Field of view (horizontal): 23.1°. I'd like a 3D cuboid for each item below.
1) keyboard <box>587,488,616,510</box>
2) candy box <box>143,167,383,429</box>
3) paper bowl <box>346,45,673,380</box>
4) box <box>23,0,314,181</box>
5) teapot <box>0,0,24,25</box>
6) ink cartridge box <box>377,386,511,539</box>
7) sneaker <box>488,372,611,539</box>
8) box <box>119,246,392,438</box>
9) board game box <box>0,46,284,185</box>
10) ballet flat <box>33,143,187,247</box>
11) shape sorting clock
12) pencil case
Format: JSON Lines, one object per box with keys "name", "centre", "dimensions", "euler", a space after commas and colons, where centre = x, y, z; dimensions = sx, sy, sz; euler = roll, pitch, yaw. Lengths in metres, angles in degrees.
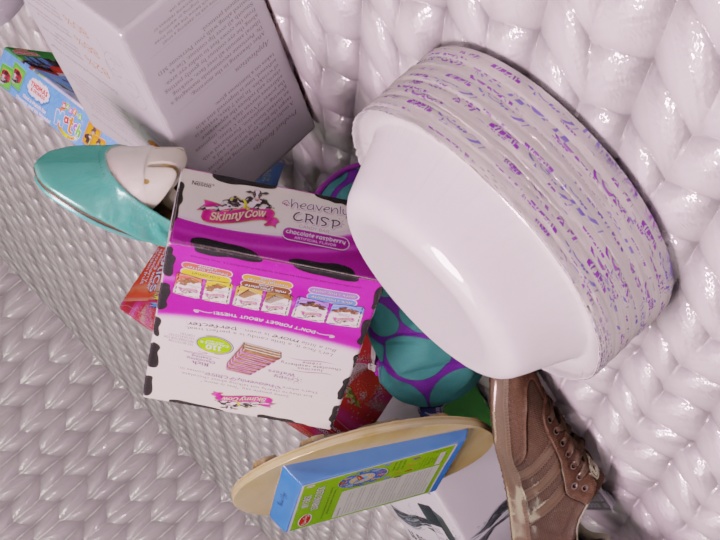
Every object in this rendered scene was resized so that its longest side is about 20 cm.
{"name": "keyboard", "centre": [0.156, 0.173, 1.441], "dimensions": [0.056, 0.011, 0.200], "euler": [48, 166, -3]}
{"name": "candy box", "centre": [-0.065, 0.023, 1.148], "dimensions": [0.136, 0.061, 0.200], "euler": [11, 146, -6]}
{"name": "paper bowl", "centre": [0.071, -0.020, 0.996], "dimensions": [0.201, 0.104, 0.201], "euler": [45, 167, 14]}
{"name": "box", "centre": [-0.139, -0.162, 1.222], "dimensions": [0.152, 0.106, 0.200], "euler": [37, 162, 33]}
{"name": "teapot", "centre": [-0.324, -0.290, 1.373], "dimensions": [0.200, 0.146, 0.197], "euler": [28, -166, -8]}
{"name": "ink cartridge box", "centre": [0.080, 0.184, 1.508], "dimensions": [0.200, 0.083, 0.147], "euler": [59, 162, -18]}
{"name": "sneaker", "centre": [0.140, 0.136, 1.303], "dimensions": [0.071, 0.075, 0.200], "euler": [-84, -15, -58]}
{"name": "box", "centre": [-0.068, 0.048, 1.333], "dimensions": [0.200, 0.100, 0.095], "euler": [38, 172, -32]}
{"name": "board game box", "centre": [-0.179, -0.120, 1.420], "dimensions": [0.151, 0.037, 0.200], "euler": [1, -152, -47]}
{"name": "ballet flat", "centre": [-0.119, -0.046, 1.187], "dimensions": [0.200, 0.070, 0.067], "euler": [28, -147, -19]}
{"name": "shape sorting clock", "centre": [0.001, 0.144, 1.301], "dimensions": [0.200, 0.199, 0.039], "euler": [91, 161, -70]}
{"name": "pencil case", "centre": [0.027, 0.015, 1.236], "dimensions": [0.200, 0.092, 0.085], "euler": [65, -169, -46]}
